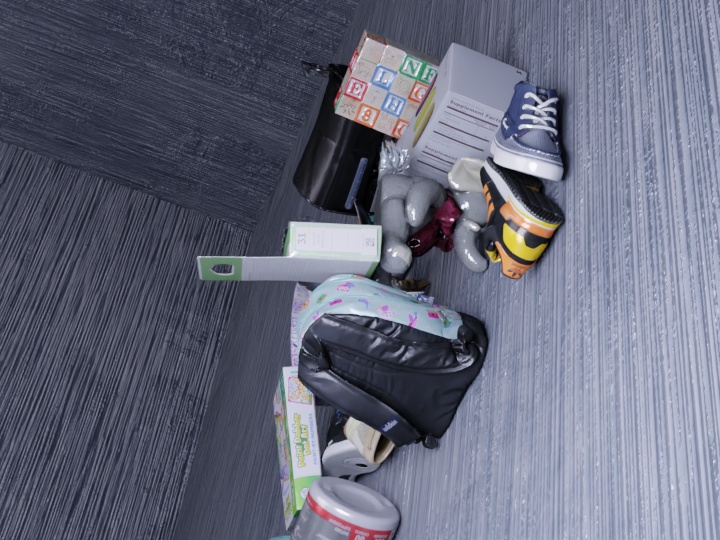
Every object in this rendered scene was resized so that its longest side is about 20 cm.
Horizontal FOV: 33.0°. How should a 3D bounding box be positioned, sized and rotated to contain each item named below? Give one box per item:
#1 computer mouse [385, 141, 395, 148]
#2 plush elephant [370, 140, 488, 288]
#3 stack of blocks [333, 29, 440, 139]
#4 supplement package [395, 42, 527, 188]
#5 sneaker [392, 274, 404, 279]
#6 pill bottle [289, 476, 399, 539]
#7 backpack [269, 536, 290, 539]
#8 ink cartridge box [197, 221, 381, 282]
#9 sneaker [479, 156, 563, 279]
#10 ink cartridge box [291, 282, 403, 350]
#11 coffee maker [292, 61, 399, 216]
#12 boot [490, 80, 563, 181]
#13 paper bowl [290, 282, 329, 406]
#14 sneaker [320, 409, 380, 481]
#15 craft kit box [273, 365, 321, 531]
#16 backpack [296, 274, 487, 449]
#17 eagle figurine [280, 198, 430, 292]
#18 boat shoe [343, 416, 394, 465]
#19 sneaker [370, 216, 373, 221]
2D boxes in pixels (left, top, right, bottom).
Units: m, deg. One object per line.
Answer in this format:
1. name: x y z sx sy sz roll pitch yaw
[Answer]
1. computer mouse: 0.067 -0.141 1.739 0.046 0.141 0.200 -19 40 28
2. plush elephant: 0.094 -0.056 1.455 0.165 0.154 0.201 107 169 -63
3. stack of blocks: 0.076 -0.241 1.697 0.059 0.199 0.115 -97 30 -68
4. supplement package: 0.124 -0.171 1.574 0.114 0.109 0.200 -82 16 -47
5. sneaker: 0.010 -0.022 1.869 0.200 0.113 0.076 124 162 -52
6. pill bottle: -0.039 0.357 1.438 0.114 0.113 0.201 -121 51 -76
7. backpack: -0.134 0.431 1.569 0.167 0.199 0.127 58 137 25
8. ink cartridge box: -0.082 -0.019 1.380 0.146 0.199 0.048 119 154 -78
9. sneaker: 0.156 -0.058 1.315 0.200 0.070 0.090 -105 39 -69
10. ink cartridge box: 0.004 0.083 1.528 0.200 0.095 0.037 -36 -23 -47
11. coffee maker: -0.029 -0.197 1.815 0.135 0.191 0.201 -97 27 -68
12. boot: 0.186 -0.157 1.329 0.200 0.072 0.091 -110 35 -75
13. paper bowl: -0.040 0.105 1.840 0.201 0.104 0.202 -179 90 -77
14. sneaker: -0.013 0.220 1.654 0.200 0.073 0.112 127 157 -62
15. craft kit box: -0.088 0.254 1.717 0.200 0.048 0.198 110 152 -68
16. backpack: 0.023 0.092 1.368 0.127 0.199 0.167 -95 26 -66
17. eagle figurine: 0.003 -0.007 1.720 0.200 0.152 0.151 36 89 42
18. boat shoe: 0.056 0.150 1.488 0.200 0.072 0.065 -55 51 18
19. sneaker: 0.075 -0.127 1.884 0.200 0.071 0.080 -61 29 32
